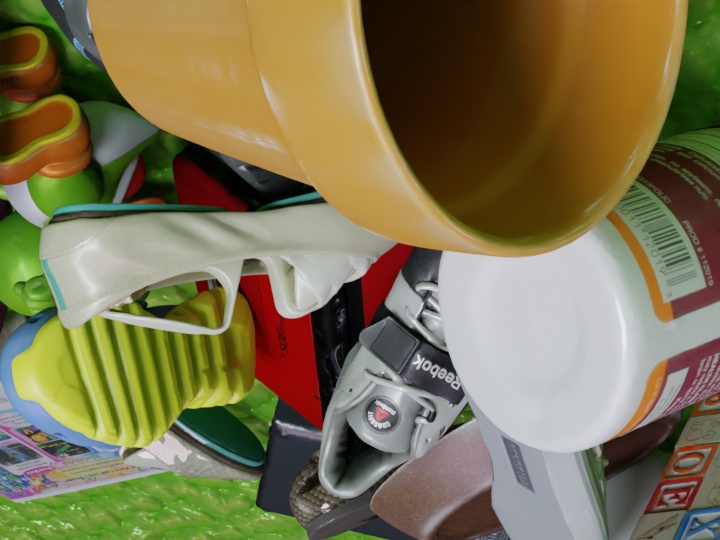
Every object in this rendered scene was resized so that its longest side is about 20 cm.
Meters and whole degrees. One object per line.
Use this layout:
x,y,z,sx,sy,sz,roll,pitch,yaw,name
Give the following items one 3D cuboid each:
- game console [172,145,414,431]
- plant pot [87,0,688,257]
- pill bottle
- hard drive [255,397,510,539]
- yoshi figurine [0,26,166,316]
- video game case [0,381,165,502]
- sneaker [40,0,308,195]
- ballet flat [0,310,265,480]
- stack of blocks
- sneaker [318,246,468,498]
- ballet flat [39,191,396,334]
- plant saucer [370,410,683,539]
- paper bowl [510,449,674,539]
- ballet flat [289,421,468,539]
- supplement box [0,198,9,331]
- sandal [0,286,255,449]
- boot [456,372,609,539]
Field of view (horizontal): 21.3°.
0.000,0.000,1.075,0.172,0.119,0.201,37,156,22,game console
-0.003,-0.112,0.744,0.182,0.201,0.200,7,153,42,plant pot
0.140,-0.001,0.843,0.199,0.115,0.114,-17,170,-39,pill bottle
0.032,0.144,1.284,0.198,0.033,0.140,13,149,-1,hard drive
-0.170,-0.032,1.012,0.111,0.113,0.200,19,155,20,yoshi figurine
-0.236,0.100,1.322,0.199,0.024,0.182,-16,140,37,video game case
-0.076,-0.104,0.900,0.082,0.073,0.200,33,176,40,sneaker
-0.151,0.087,1.222,0.199,0.068,0.062,36,110,-23,ballet flat
0.220,0.118,1.004,0.114,0.200,0.059,-12,116,37,stack of blocks
0.033,0.046,0.956,0.074,0.089,0.201,28,134,0,sneaker
-0.055,-0.003,0.919,0.198,0.070,0.070,-6,154,-19,ballet flat
0.102,0.105,1.078,0.199,0.035,0.201,-22,160,-8,plant saucer
0.159,0.186,1.147,0.104,0.201,0.200,45,140,-15,paper bowl
0.047,0.103,1.129,0.199,0.047,0.067,-20,159,-20,ballet flat
-0.310,0.007,1.092,0.198,0.132,0.103,8,151,9,supplement box
-0.130,0.052,0.990,0.086,0.080,0.200,-7,176,22,sandal
0.113,0.079,0.955,0.073,0.095,0.201,32,153,37,boot
